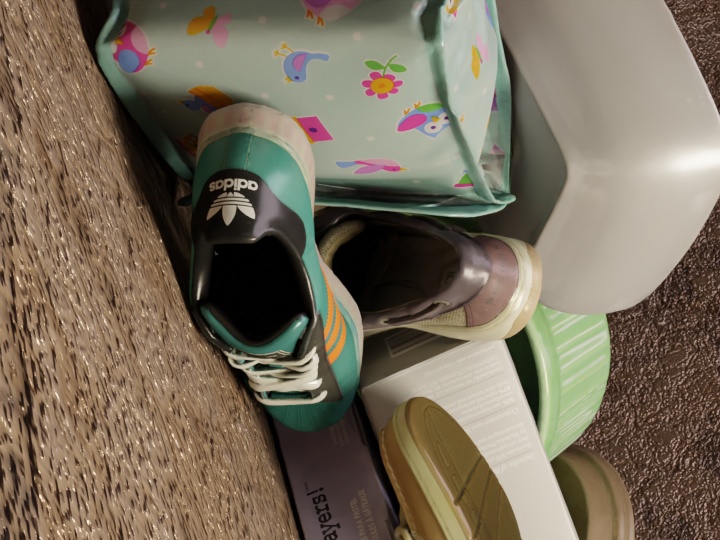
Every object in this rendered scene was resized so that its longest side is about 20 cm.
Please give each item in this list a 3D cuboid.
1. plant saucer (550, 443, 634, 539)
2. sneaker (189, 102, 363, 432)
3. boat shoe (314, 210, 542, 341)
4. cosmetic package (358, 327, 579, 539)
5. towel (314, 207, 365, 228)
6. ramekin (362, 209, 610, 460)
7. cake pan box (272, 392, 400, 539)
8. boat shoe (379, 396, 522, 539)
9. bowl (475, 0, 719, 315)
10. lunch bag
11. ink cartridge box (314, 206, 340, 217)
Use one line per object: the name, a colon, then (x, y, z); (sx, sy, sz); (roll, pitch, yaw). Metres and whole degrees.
plant saucer: (0.091, 0.196, 1.091); (0.029, 0.200, 0.201); (34, 20, -28)
sneaker: (-0.044, 0.022, 0.796); (0.201, 0.071, 0.080); (76, 17, -45)
boat shoe: (0.000, 0.000, 0.880); (0.065, 0.199, 0.072); (28, 72, -44)
cosmetic package: (0.066, 0.126, 0.925); (0.107, 0.090, 0.201); (-116, -178, -77)
towel: (0.003, 0.011, 1.190); (0.030, 0.146, 0.201); (-22, 91, -48)
ramekin: (0.059, 0.048, 1.068); (0.097, 0.199, 0.201); (-22, 92, -48)
cake pan box: (0.013, 0.171, 0.930); (0.185, 0.052, 0.201); (64, 6, -51)
boat shoe: (0.052, 0.158, 0.843); (0.202, 0.063, 0.073); (62, 21, -17)
bowl: (0.103, -0.081, 0.929); (0.200, 0.074, 0.201); (111, -42, -61)
lunch bag: (-0.015, -0.091, 0.833); (0.200, 0.169, 0.123); (68, 27, -58)
ink cartridge box: (-0.013, -0.129, 1.080); (0.075, 0.199, 0.166); (-107, 177, -83)
